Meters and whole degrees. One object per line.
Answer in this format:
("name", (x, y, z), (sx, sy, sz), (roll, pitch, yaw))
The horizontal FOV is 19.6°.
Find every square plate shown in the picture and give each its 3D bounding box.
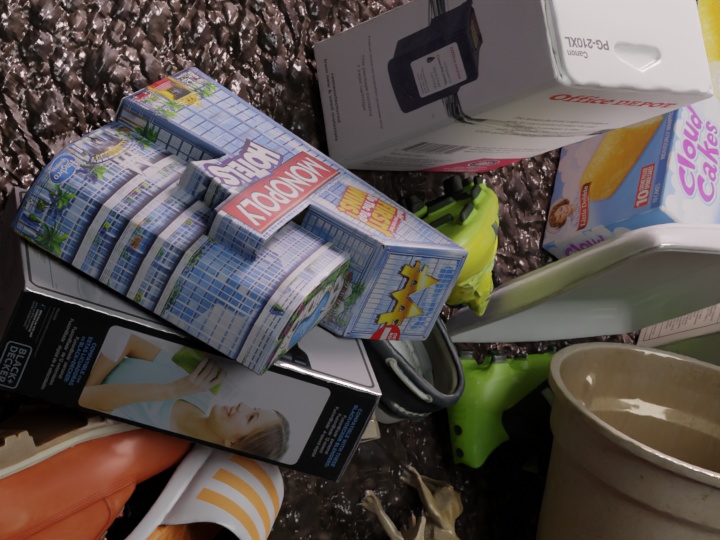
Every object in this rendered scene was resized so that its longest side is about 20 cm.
("square plate", (0.178, 0.007, 1.342), (0.197, 0.200, 0.029), (-1, 74, -43))

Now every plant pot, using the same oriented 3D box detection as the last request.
("plant pot", (0.186, 0.170, 1.295), (0.200, 0.200, 0.185), (-1, 114, -43))

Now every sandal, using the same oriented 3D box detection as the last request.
("sandal", (-0.089, 0.156, 1.116), (0.207, 0.059, 0.079), (-50, 154, -36))

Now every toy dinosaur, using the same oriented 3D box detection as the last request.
("toy dinosaur", (0.047, 0.184, 1.222), (0.101, 0.058, 0.201), (35, 36, -37))

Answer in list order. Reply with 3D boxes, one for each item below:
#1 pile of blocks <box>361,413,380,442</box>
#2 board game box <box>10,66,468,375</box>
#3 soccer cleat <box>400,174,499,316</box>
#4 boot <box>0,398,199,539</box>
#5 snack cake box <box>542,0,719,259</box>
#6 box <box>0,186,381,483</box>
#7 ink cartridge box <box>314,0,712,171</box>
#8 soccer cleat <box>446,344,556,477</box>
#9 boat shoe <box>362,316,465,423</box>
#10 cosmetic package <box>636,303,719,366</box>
("pile of blocks", (-0.047, 0.034, 1.220), (0.200, 0.062, 0.082), (39, 55, -29))
("board game box", (-0.052, -0.021, 1.110), (0.199, 0.062, 0.200), (29, 21, 7))
("soccer cleat", (0.062, -0.010, 1.266), (0.200, 0.064, 0.084), (-89, 154, -84))
("boot", (-0.156, 0.122, 1.099), (0.199, 0.075, 0.108), (-16, 102, -44))
("snack cake box", (0.203, -0.100, 1.452), (0.067, 0.115, 0.201), (32, 58, -32))
("box", (-0.097, 0.034, 1.100), (0.199, 0.060, 0.117), (19, 23, -20))
("ink cartridge box", (0.093, -0.124, 1.287), (0.144, 0.199, 0.085), (-1, 79, -43))
("soccer cleat", (0.131, 0.092, 1.376), (0.199, 0.067, 0.082), (0, 94, -41))
("boat shoe", (0.000, 0.000, 1.274), (0.201, 0.060, 0.076), (57, 48, -16))
("cosmetic package", (0.297, 0.021, 1.446), (0.073, 0.199, 0.104), (44, 53, -26))
